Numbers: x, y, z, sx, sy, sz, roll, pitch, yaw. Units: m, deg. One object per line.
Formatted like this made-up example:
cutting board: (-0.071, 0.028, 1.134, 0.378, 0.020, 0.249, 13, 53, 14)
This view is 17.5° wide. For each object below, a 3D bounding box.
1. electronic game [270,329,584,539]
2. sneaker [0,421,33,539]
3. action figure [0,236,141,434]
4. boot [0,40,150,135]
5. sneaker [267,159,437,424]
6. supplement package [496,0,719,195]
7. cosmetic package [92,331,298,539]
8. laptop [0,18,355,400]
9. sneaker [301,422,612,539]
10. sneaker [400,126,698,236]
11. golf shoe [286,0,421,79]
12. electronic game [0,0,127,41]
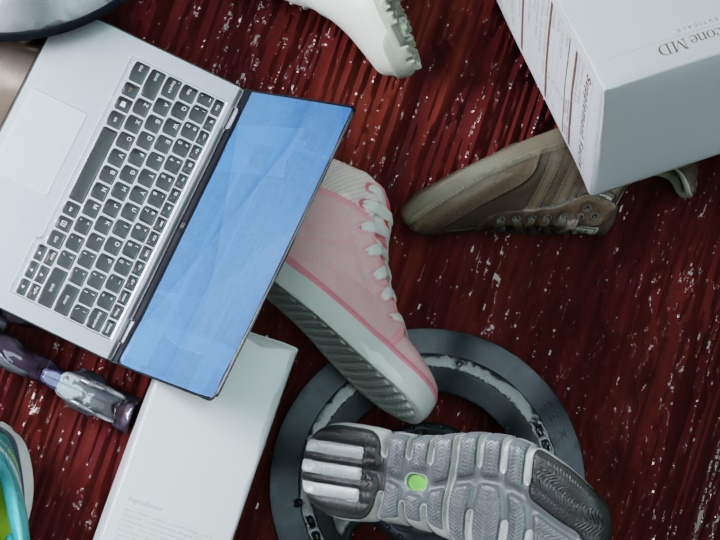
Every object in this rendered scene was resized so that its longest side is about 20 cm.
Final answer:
electronic game: (0.042, 0.137, 1.481, 0.199, 0.042, 0.201, 0, 79, 0)
sneaker: (-0.231, 0.191, 1.423, 0.077, 0.080, 0.201, -7, 99, -8)
action figure: (-0.225, 0.032, 1.453, 0.199, 0.069, 0.131, 20, 91, -1)
boot: (-0.217, -0.096, 1.473, 0.146, 0.070, 0.200, -31, 88, -3)
sneaker: (0.000, 0.000, 1.458, 0.105, 0.075, 0.200, -40, 63, -15)
supplement package: (0.162, -0.169, 1.459, 0.117, 0.117, 0.200, -18, 59, -9)
cosmetic package: (-0.109, 0.131, 1.436, 0.081, 0.113, 0.201, 21, 84, -4)
laptop: (-0.132, -0.045, 1.374, 0.199, 0.116, 0.188, 26, 82, 2)
sneaker: (0.074, 0.128, 1.390, 0.199, 0.115, 0.075, 13, 93, 29)
sneaker: (0.127, -0.051, 1.504, 0.199, 0.070, 0.076, -23, 88, -8)
golf shoe: (-0.039, -0.195, 1.508, 0.097, 0.078, 0.200, -35, 84, 8)
electronic game: (-0.209, -0.226, 1.461, 0.199, 0.042, 0.201, -2, 59, 4)
